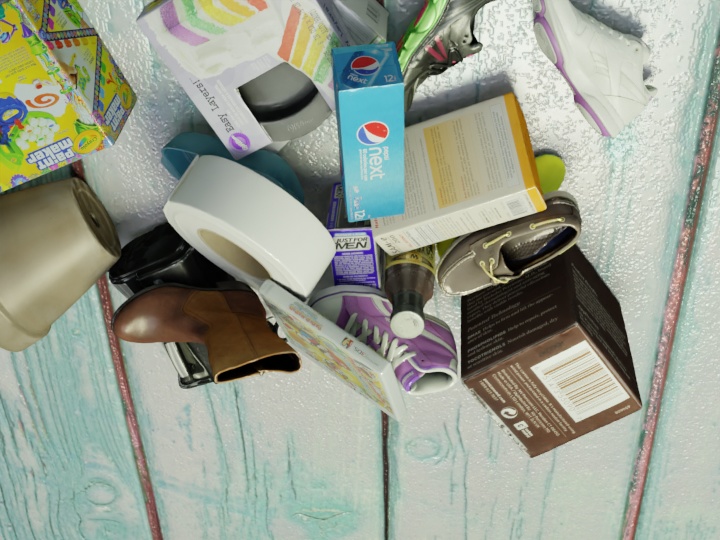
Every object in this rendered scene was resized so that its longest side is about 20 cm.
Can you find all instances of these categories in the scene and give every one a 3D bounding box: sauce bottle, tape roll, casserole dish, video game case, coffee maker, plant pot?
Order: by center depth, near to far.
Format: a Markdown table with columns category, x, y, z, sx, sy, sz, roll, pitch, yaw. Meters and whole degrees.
| category | x | y | z | sx | sy | sz | roll | pitch | yaw |
| --- | --- | --- | --- | --- | --- | --- | --- | --- | --- |
| tape roll | -0.130 | -0.046 | 1.174 | 0.201 | 0.071 | 0.203 | 30 | 164 | 9 |
| casserole dish | -0.149 | -0.117 | 1.212 | 0.198 | 0.039 | 0.121 | 16 | 158 | 22 |
| video game case | -0.030 | 0.100 | 1.214 | 0.181 | 0.023 | 0.200 | 33 | 165 | 20 |
| sauce bottle | 0.062 | 0.005 | 1.230 | 0.065 | 0.201 | 0.067 | 1 | 126 | 1 |
| plant pot | -0.405 | -0.025 | 1.271 | 0.172 | 0.201 | 0.201 | -27 | 121 | 4 |
| coffee maker | -0.204 | 0.031 | 1.333 | 0.191 | 0.135 | 0.201 | -30 | 123 | -5 |

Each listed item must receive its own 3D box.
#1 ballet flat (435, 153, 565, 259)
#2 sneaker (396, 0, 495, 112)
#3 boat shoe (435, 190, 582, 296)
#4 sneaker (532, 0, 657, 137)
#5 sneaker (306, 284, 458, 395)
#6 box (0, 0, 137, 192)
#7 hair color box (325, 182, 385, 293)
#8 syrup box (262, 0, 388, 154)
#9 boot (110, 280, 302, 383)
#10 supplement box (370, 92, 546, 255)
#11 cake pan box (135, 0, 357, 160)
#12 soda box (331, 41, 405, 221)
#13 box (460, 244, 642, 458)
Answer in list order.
| category | x | y | z | sx | sy | sz | roll | pitch | yaw |
| --- | --- | --- | --- | --- | --- | --- | --- | --- | --- |
| ballet flat | 0.176 | -0.064 | 1.253 | 0.199 | 0.067 | 0.067 | -36 | 118 | 26 |
| sneaker | 0.090 | -0.249 | 1.121 | 0.083 | 0.077 | 0.201 | 28 | 125 | -10 |
| boat shoe | 0.174 | -0.021 | 1.205 | 0.199 | 0.060 | 0.072 | -30 | 120 | 21 |
| sneaker | 0.260 | -0.250 | 1.122 | 0.099 | 0.075 | 0.200 | -36 | 117 | 5 |
| sneaker | 0.031 | 0.087 | 1.213 | 0.198 | 0.115 | 0.073 | 16 | 124 | -14 |
| box | -0.401 | -0.215 | 1.158 | 0.198 | 0.123 | 0.194 | -18 | 122 | 16 |
| hair color box | 0.000 | 0.000 | 1.288 | 0.064 | 0.110 | 0.202 | -2 | 125 | 5 |
| syrup box | -0.063 | -0.233 | 1.143 | 0.081 | 0.079 | 0.200 | 36 | 121 | -21 |
| boot | -0.184 | 0.085 | 1.169 | 0.186 | 0.200 | 0.069 | -2 | 115 | -22 |
| supplement box | 0.105 | -0.110 | 1.182 | 0.198 | 0.127 | 0.073 | -16 | 158 | 16 |
| cake pan box | -0.107 | -0.233 | 1.068 | 0.183 | 0.053 | 0.201 | -21 | 122 | 22 |
| soda box | 0.010 | -0.142 | 1.068 | 0.067 | 0.065 | 0.201 | -8 | 144 | -3 |
| box | 0.236 | 0.091 | 1.277 | 0.163 | 0.201 | 0.166 | -30 | 118 | 24 |
